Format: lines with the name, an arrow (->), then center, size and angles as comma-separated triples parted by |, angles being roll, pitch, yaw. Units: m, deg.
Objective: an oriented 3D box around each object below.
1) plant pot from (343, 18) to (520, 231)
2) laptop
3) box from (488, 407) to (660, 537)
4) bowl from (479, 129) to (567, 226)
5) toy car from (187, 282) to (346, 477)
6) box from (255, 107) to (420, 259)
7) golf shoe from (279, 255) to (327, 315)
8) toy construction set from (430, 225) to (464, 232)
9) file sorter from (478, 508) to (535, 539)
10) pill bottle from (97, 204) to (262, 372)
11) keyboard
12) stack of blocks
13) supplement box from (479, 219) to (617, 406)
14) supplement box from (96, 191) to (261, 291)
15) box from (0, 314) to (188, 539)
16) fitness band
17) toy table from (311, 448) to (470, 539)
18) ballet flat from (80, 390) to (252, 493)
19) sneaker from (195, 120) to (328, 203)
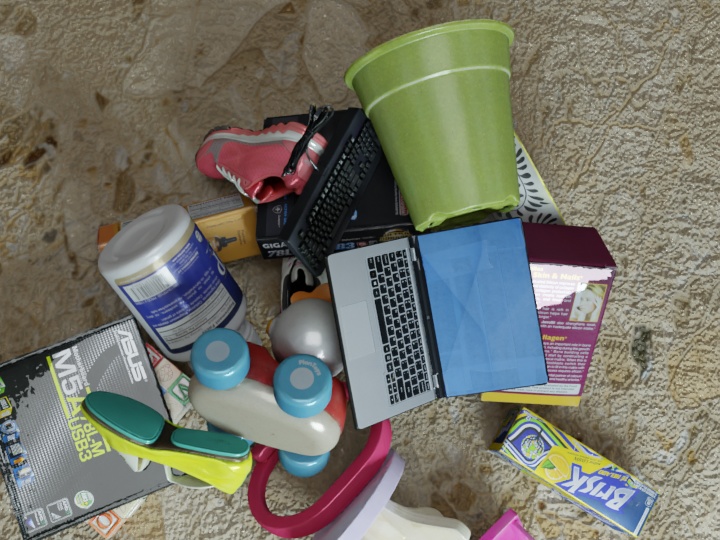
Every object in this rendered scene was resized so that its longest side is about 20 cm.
plant pot -> 0.098, -0.150, 1.027 | 0.198, 0.200, 0.192 | -12, 83, -8
laptop -> 0.084, 0.055, 0.985 | 0.199, 0.115, 0.189 | -13, 94, -41
box -> 0.263, 0.249, 1.140 | 0.199, 0.070, 0.065 | 31, 79, 1
bowl -> 0.175, -0.113, 1.163 | 0.094, 0.201, 0.202 | -31, 83, 11
toy car -> -0.081, 0.093, 1.035 | 0.175, 0.185, 0.201 | 16, 55, 10
box -> -0.026, -0.114, 1.140 | 0.196, 0.050, 0.202 | -5, 55, 8
golf shoe -> -0.063, -0.008, 1.148 | 0.072, 0.092, 0.202 | 3, 77, -3
toy construction set -> 0.091, 0.018, 1.144 | 0.130, 0.092, 0.202 | 18, 90, -33
file sorter -> 0.154, 0.406, 1.037 | 0.200, 0.139, 0.125 | -41, 49, -12
pill bottle -> -0.203, 0.035, 1.075 | 0.119, 0.120, 0.201 | -38, 120, -12
keyboard -> -0.038, -0.106, 1.034 | 0.127, 0.020, 0.201 | 49, 54, -37
stack of blocks -> -0.275, 0.202, 1.098 | 0.115, 0.059, 0.201 | 38, 77, 2
supplement box -> 0.213, 0.053, 1.108 | 0.129, 0.104, 0.202 | 5, 120, -5
supplement box -> -0.221, -0.038, 1.141 | 0.198, 0.069, 0.067 | -13, 116, -8
box -> -0.315, 0.178, 1.044 | 0.191, 0.048, 0.202 | -20, 82, -8
fitness band -> -0.052, 0.223, 1.089 | 0.200, 0.038, 0.143 | -46, 47, -12
toy table -> 0.026, 0.310, 1.058 | 0.117, 0.184, 0.200 | 44, 44, -2
ballet flat -> -0.216, 0.195, 1.001 | 0.198, 0.067, 0.068 | 18, 112, 2
sneaker -> -0.132, -0.122, 1.091 | 0.199, 0.074, 0.088 | -2, 64, 39
